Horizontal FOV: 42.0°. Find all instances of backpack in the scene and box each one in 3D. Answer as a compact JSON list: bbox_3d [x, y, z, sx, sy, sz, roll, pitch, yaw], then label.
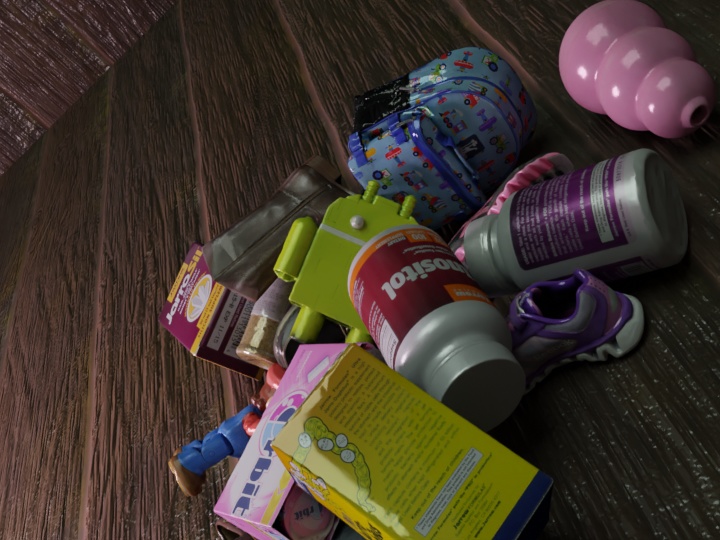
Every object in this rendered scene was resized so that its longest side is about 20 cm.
[{"bbox_3d":[0.105,-0.153,1.106,0.198,0.183,0.135,-23,35,26],"label":"backpack"}]

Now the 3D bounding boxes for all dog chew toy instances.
[{"bbox_3d":[0.297,-0.206,0.992,0.124,0.124,0.201,-42,40,8],"label":"dog chew toy"}]

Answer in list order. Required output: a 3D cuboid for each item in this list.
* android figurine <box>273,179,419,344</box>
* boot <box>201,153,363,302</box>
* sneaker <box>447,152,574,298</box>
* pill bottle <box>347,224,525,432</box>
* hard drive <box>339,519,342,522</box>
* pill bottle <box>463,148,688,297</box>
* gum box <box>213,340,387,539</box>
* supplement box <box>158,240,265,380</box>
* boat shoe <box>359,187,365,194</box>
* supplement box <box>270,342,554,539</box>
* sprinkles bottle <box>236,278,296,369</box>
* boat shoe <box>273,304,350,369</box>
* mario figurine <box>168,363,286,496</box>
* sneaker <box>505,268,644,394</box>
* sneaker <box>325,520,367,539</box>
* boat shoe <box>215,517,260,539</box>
[{"bbox_3d":[0.000,0.000,1.042,0.041,0.180,0.202,79,-144,-81],"label":"android figurine"},{"bbox_3d":[-0.067,-0.019,1.094,0.200,0.064,0.186,-42,65,-17],"label":"boot"},{"bbox_3d":[0.154,-0.056,1.049,0.200,0.079,0.095,-47,20,-1],"label":"sneaker"},{"bbox_3d":[0.070,0.053,0.867,0.113,0.113,0.201,-42,40,8],"label":"pill bottle"},{"bbox_3d":[-0.012,0.187,1.004,0.134,0.042,0.202,-6,51,47],"label":"hard drive"},{"bbox_3d":[0.204,-0.037,0.913,0.198,0.112,0.113,-17,43,36],"label":"pill bottle"},{"bbox_3d":[-0.046,0.162,0.905,0.113,0.066,0.202,-9,49,54],"label":"gum box"},{"bbox_3d":[-0.182,0.049,1.265,0.199,0.102,0.132,20,86,63],"label":"supplement box"},{"bbox_3d":[0.002,-0.036,1.180,0.073,0.063,0.203,15,56,19],"label":"boat shoe"},{"bbox_3d":[0.043,0.171,0.757,0.199,0.109,0.110,32,70,24],"label":"supplement box"},{"bbox_3d":[-0.088,0.021,1.154,0.068,0.068,0.202,1,65,51],"label":"sprinkles bottle"},{"bbox_3d":[-0.011,0.049,1.085,0.199,0.075,0.073,-36,36,-19],"label":"boat shoe"},{"bbox_3d":[-0.116,0.196,1.083,0.199,0.106,0.124,-34,39,1],"label":"mario figurine"},{"bbox_3d":[0.162,0.057,0.891,0.199,0.088,0.081,-29,37,30],"label":"sneaker"},{"bbox_3d":[0.039,0.210,0.870,0.200,0.077,0.148,-8,59,33],"label":"sneaker"},{"bbox_3d":[-0.103,0.297,0.944,0.071,0.073,0.200,-14,22,-17],"label":"boat shoe"}]
